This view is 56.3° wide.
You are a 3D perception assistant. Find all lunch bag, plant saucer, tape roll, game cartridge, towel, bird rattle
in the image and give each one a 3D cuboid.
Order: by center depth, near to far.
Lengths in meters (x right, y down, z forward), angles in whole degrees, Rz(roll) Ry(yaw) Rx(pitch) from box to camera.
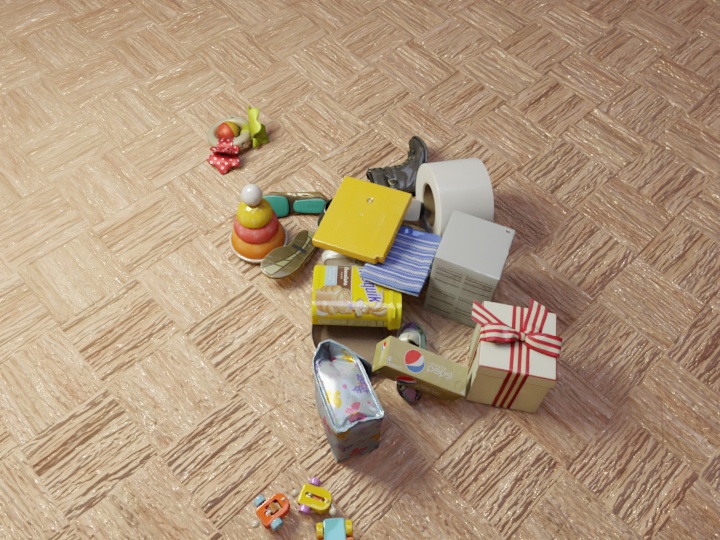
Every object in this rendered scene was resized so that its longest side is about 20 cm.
[{"bbox_3d":[-0.032,0.254,1.365,0.126,0.171,0.201,-18,56,-15],"label":"lunch bag"},{"bbox_3d":[-0.015,0.147,1.526,0.197,0.037,0.202,2,54,-3],"label":"plant saucer"},{"bbox_3d":[0.096,-0.032,1.529,0.143,0.024,0.201,17,45,12],"label":"towel"},{"bbox_3d":[0.006,-0.117,1.556,0.174,0.033,0.202,17,61,16],"label":"game cartridge"},{"bbox_3d":[0.231,-0.171,1.668,0.137,0.204,0.205,-9,55,-10],"label":"tape roll"},{"bbox_3d":[-0.352,-0.361,1.855,0.162,0.113,0.200,35,72,33],"label":"bird rattle"}]

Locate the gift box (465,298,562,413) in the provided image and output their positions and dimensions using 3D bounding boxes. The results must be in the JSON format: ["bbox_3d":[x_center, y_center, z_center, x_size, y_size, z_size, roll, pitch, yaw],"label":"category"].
[{"bbox_3d":[0.316,0.168,1.441,0.182,0.188,0.202,6,55,0],"label":"gift box"}]

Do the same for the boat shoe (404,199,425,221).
[{"bbox_3d":[0.054,-0.156,1.686,0.197,0.093,0.076,7,95,-19],"label":"boat shoe"}]

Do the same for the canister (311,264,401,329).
[{"bbox_3d":[-0.009,0.057,1.516,0.197,0.087,0.150,2,52,-1],"label":"canister"}]

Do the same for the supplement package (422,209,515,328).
[{"bbox_3d":[0.246,0.000,1.547,0.149,0.201,0.153,20,54,10],"label":"supplement package"}]

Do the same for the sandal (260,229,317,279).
[{"bbox_3d":[-0.166,-0.030,1.638,0.080,0.054,0.200,33,44,12],"label":"sandal"}]

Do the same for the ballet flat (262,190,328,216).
[{"bbox_3d":[-0.182,-0.181,1.740,0.197,0.069,0.073,-4,34,-7],"label":"ballet flat"}]

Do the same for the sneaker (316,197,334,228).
[{"bbox_3d":[-0.015,-0.156,1.694,0.198,0.099,0.071,-22,77,-14],"label":"sneaker"}]

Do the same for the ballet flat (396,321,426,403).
[{"bbox_3d":[0.106,0.189,1.477,0.068,0.071,0.202,-15,51,26],"label":"ballet flat"}]

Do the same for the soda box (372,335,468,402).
[{"bbox_3d":[0.126,0.208,1.406,0.198,0.064,0.068,23,59,-18],"label":"soda box"}]

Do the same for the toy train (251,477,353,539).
[{"bbox_3d":[-0.103,0.484,1.270,0.150,0.056,0.200,-38,62,-25],"label":"toy train"}]

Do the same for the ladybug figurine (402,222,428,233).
[{"bbox_3d":[0.078,-0.069,1.651,0.197,0.073,0.136,5,27,3],"label":"ladybug figurine"}]

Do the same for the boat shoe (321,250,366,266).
[{"bbox_3d":[0.000,0.000,1.611,0.197,0.071,0.070,11,52,3],"label":"boat shoe"}]

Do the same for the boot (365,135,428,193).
[{"bbox_3d":[0.099,-0.274,1.812,0.172,0.069,0.202,-7,62,-9],"label":"boot"}]

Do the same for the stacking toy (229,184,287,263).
[{"bbox_3d":[-0.248,-0.128,1.606,0.144,0.201,0.148,2,54,-3],"label":"stacking toy"}]
